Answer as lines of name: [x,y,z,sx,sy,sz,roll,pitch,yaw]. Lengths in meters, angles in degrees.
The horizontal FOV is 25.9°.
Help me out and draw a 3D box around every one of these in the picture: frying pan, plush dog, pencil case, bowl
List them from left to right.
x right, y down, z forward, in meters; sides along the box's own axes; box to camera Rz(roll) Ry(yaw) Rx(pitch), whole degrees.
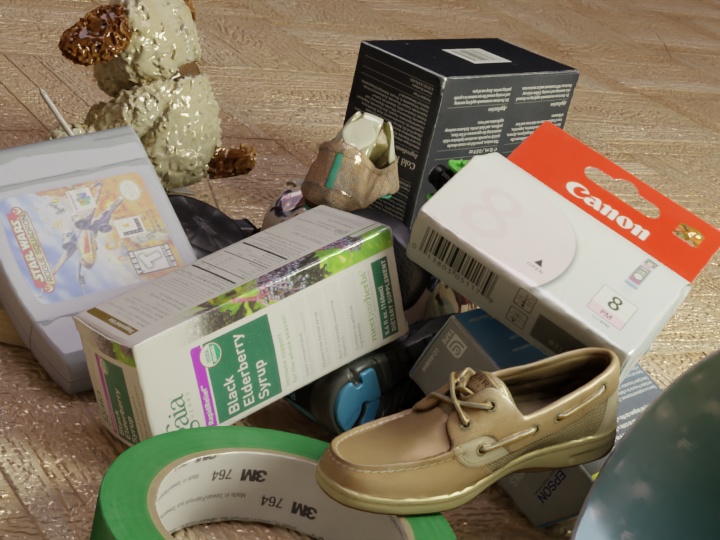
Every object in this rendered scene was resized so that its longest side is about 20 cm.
plush dog: [-0.177,-0.160,1.339,0.158,0.174,0.200,-4,16,20]
frying pan: [-0.103,-0.020,1.275,0.188,0.031,0.115,9,33,-38]
pencil case: [0.005,-0.003,1.218,0.199,0.090,0.077,28,10,36]
bowl: [0.215,0.147,0.861,0.105,0.201,0.201,35,16,-15]

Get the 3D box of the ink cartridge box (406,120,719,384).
ink cartridge box: [0.146,-0.029,1.034,0.162,0.057,0.200,34,51,14]

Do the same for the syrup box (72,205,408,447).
syrup box: [-0.073,0.035,0.990,0.199,0.080,0.081,-26,28,-31]

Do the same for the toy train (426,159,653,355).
toy train: [0.127,-0.010,1.080,0.200,0.042,0.056,41,21,19]

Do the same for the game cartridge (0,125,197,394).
game cartridge: [-0.186,-0.013,1.070,0.132,0.042,0.201,-11,55,-28]

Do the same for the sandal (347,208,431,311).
sandal: [0.000,0.000,1.103,0.043,0.077,0.200,-28,0,-25]

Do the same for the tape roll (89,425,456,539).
tape roll: [-0.046,0.153,0.846,0.198,0.049,0.201,12,21,-4]

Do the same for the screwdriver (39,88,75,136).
screwdriver: [-0.194,-0.063,1.200,0.201,0.028,0.029,55,2,8]

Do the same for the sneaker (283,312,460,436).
sneaker: [0.022,0.062,1.090,0.081,0.074,0.199,19,16,37]

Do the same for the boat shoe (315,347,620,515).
boat shoe: [0.064,0.086,0.906,0.198,0.065,0.071,-12,32,-29]

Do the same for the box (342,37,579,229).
box: [0.079,-0.104,1.392,0.104,0.184,0.199,28,24,36]

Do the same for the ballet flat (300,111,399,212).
ballet flat: [0.000,-0.086,1.221,0.067,0.068,0.200,16,13,2]

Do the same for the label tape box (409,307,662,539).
label tape box: [0.147,0.109,1.036,0.142,0.066,0.201,-12,57,-49]

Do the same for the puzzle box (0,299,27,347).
puzzle box: [-0.243,0.001,1.145,0.131,0.026,0.200,12,21,-4]
